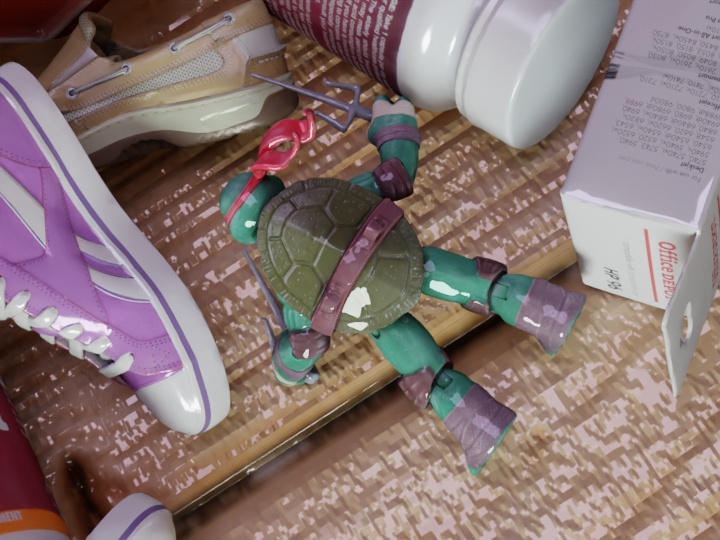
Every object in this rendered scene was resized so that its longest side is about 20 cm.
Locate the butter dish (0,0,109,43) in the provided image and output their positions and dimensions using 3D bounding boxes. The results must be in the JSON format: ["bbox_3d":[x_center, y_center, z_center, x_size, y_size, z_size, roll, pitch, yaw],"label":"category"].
[{"bbox_3d":[-0.198,-0.206,0.857,0.199,0.198,0.150,-27,72,50],"label":"butter dish"}]

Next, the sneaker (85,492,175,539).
[{"bbox_3d":[-0.101,0.212,0.796,0.113,0.073,0.202,19,86,16],"label":"sneaker"}]

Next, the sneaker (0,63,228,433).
[{"bbox_3d":[-0.156,0.015,0.828,0.114,0.073,0.201,-39,94,-29],"label":"sneaker"}]

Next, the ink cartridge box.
[{"bbox_3d":[0.147,-0.057,0.807,0.067,0.116,0.202,17,74,19],"label":"ink cartridge box"}]

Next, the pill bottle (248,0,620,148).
[{"bbox_3d":[0.024,-0.152,0.873,0.199,0.114,0.115,35,81,22],"label":"pill bottle"}]

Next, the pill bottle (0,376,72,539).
[{"bbox_3d":[-0.223,0.083,0.844,0.112,0.113,0.201,-30,66,1],"label":"pill bottle"}]

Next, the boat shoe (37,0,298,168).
[{"bbox_3d":[-0.133,-0.096,0.899,0.198,0.072,0.077,-14,105,7],"label":"boat shoe"}]

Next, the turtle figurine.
[{"bbox_3d":[0.000,0.000,0.825,0.199,0.101,0.151,34,104,7],"label":"turtle figurine"}]
